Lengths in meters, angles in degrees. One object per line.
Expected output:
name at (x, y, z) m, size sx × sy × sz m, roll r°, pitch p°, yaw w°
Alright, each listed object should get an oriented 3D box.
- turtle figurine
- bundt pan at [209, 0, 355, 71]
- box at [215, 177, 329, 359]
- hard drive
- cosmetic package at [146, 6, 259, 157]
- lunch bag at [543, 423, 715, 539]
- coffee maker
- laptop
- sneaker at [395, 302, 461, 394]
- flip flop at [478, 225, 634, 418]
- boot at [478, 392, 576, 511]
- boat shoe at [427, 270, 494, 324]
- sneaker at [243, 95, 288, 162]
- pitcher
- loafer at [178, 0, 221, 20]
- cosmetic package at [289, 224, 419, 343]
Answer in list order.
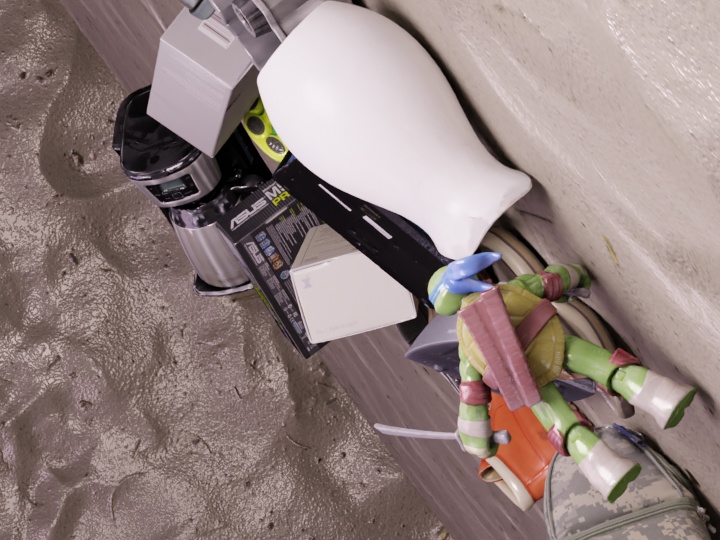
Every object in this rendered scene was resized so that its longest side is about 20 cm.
turtle figurine at (0.135, 0.074, 1.435) m, size 0.194 × 0.144 × 0.200 m, roll 38°, pitch 145°, yaw 18°
bundt pan at (-0.063, -0.218, 1.577) m, size 0.202 × 0.076 × 0.202 m, roll 53°, pitch 173°, yaw 9°
box at (-0.037, -0.024, 1.990) m, size 0.044 × 0.160 × 0.200 m, roll 46°, pitch 170°, yaw 42°
hard drive at (0.118, 0.072, 1.680) m, size 0.134 × 0.042 × 0.200 m, roll 21°, pitch 170°, yaw -8°
cosmetic package at (-0.132, -0.193, 1.842) m, size 0.090 × 0.107 × 0.200 m, roll 34°, pitch 164°, yaw 3°
lunch bag at (0.227, 0.242, 1.651) m, size 0.168 × 0.139 × 0.200 m, roll -110°, pitch -4°, yaw -46°
coffee maker at (-0.166, -0.102, 2.046) m, size 0.200 × 0.134 × 0.192 m, roll 61°, pitch 178°, yaw -42°
laptop at (0.028, -0.061, 1.620) m, size 0.177 × 0.103 × 0.200 m, roll 38°, pitch 164°, yaw -8°
sneaker at (0.077, 0.065, 2.012) m, size 0.201 × 0.076 × 0.115 m, roll 53°, pitch 171°, yaw -12°
flip flop at (0.146, 0.045, 1.552) m, size 0.200 × 0.057 × 0.081 m, roll 50°, pitch 172°, yaw 29°
boot at (0.139, 0.144, 1.881) m, size 0.200 × 0.107 × 0.075 m, roll 48°, pitch 173°, yaw 49°
boat shoe at (0.103, 0.045, 1.791) m, size 0.072 × 0.072 × 0.200 m, roll 47°, pitch 164°, yaw 49°
sneaker at (-0.083, -0.165, 1.993) m, size 0.084 × 0.074 × 0.200 m, roll 54°, pitch -174°, yaw -38°
pitcher at (0.022, -0.097, 1.470) m, size 0.200 × 0.121 × 0.172 m, roll 42°, pitch 172°, yaw 1°
loafer at (-0.156, -0.285, 1.741) m, size 0.063 × 0.072 × 0.200 m, roll 25°, pitch -159°, yaw -23°
cosmetic package at (0.000, 0.000, 1.839) m, size 0.200 × 0.103 × 0.073 m, roll -71°, pitch -33°, yaw -76°
